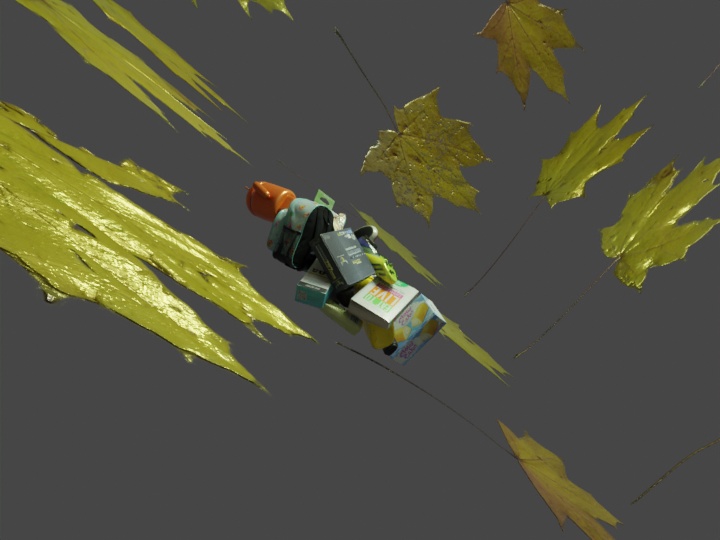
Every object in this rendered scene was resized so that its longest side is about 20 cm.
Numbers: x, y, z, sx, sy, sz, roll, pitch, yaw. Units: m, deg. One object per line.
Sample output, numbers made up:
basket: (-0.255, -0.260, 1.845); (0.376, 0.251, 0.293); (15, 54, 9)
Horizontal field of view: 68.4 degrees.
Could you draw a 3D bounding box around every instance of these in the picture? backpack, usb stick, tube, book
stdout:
backpack: (-0.171, -0.111, 1.572); (0.152, 0.203, 0.175); (28, 5, 28)
usb stick: (0.072, 0.196, 1.702); (0.032, 0.055, 0.201); (38, 14, -30)
tube: (-0.082, 0.110, 1.505); (0.199, 0.052, 0.058); (38, -26, -17)
book: (0.070, 0.086, 1.544); (0.132, 0.049, 0.200); (26, 35, 18)

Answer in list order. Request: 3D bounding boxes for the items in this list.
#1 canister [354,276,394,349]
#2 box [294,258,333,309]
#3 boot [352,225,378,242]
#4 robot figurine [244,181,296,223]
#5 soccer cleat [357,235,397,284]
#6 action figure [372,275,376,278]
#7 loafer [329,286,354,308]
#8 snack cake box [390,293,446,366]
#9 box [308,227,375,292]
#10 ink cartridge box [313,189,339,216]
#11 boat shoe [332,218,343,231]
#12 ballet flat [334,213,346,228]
canister: (0.035, 0.125, 1.642); (0.201, 0.085, 0.151); (-118, -164, -50)
box: (-0.112, 0.030, 1.471); (0.081, 0.050, 0.201); (17, 26, 6)
boot: (0.016, -0.067, 1.840); (0.143, 0.199, 0.073); (24, 38, -39)
robot figurine: (-0.282, -0.215, 1.675); (0.197, 0.119, 0.143); (21, 17, 29)
soccer cleat: (0.041, -0.019, 1.614); (0.201, 0.084, 0.065); (52, 11, 32)
action figure: (0.000, 0.000, 1.755); (0.100, 0.202, 0.120); (-6, 47, -32)
loafer: (-0.078, 0.066, 1.582); (0.072, 0.073, 0.199); (-11, 16, -21)
snack cake box: (0.166, 0.189, 1.689); (0.067, 0.200, 0.115); (34, 15, -35)
box: (-0.047, -0.034, 1.500); (0.160, 0.051, 0.199); (61, 26, 4)
ink cartridge box: (-0.137, -0.176, 1.914); (0.059, 0.203, 0.103); (13, -10, 40)
boat shoe: (-0.076, -0.104, 1.653); (0.064, 0.072, 0.202); (6, 49, -50)
ballet flat: (-0.112, -0.124, 1.858); (0.075, 0.203, 0.064); (7, -23, 47)
